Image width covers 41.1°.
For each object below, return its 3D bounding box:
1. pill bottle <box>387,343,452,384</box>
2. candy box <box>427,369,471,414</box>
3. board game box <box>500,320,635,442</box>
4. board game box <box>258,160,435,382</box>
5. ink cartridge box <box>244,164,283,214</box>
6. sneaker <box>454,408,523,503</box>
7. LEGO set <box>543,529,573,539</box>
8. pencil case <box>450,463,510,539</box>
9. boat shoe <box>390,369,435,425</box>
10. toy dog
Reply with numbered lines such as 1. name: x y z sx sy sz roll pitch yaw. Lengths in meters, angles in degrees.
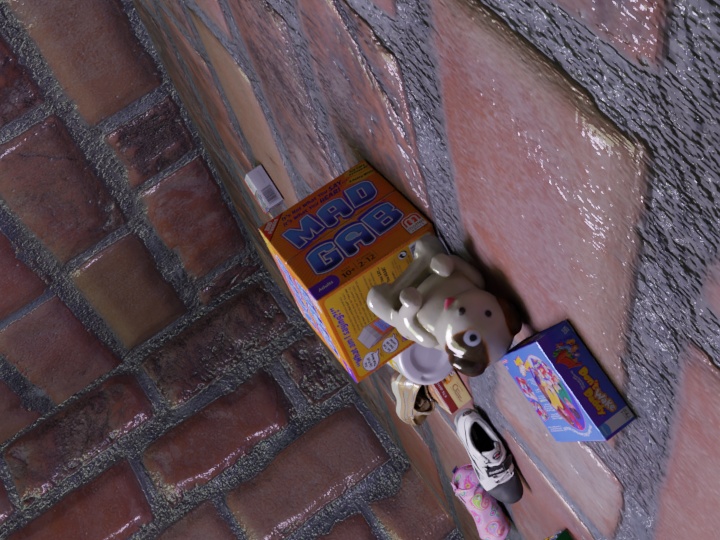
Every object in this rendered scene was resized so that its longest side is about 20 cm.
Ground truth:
1. pill bottle: 0.090 0.128 1.714 0.112 0.111 0.200 59 171 -15
2. candy box: 0.134 0.198 1.888 0.116 0.055 0.200 58 170 -16
3. board game box: 0.244 0.140 1.168 0.135 0.045 0.200 56 171 6
4. board game box: 0.000 0.000 1.463 0.200 0.199 0.201 47 166 43
5. ink cartridge box: -0.261 -0.210 2.555 0.109 0.050 0.200 57 170 -3
6. sneaker: 0.245 0.356 1.799 0.201 0.074 0.088 56 173 -2
7. LEGO set: 0.353 0.578 1.739 0.200 0.154 0.116 44 142 4
8. pencil case: 0.277 0.536 2.210 0.201 0.087 0.087 61 170 -29
9. boat shoe: 0.111 0.258 1.861 0.076 0.072 0.200 29 161 29
10. toy dog: 0.123 0.067 1.274 0.195 0.139 0.200 58 169 -21
